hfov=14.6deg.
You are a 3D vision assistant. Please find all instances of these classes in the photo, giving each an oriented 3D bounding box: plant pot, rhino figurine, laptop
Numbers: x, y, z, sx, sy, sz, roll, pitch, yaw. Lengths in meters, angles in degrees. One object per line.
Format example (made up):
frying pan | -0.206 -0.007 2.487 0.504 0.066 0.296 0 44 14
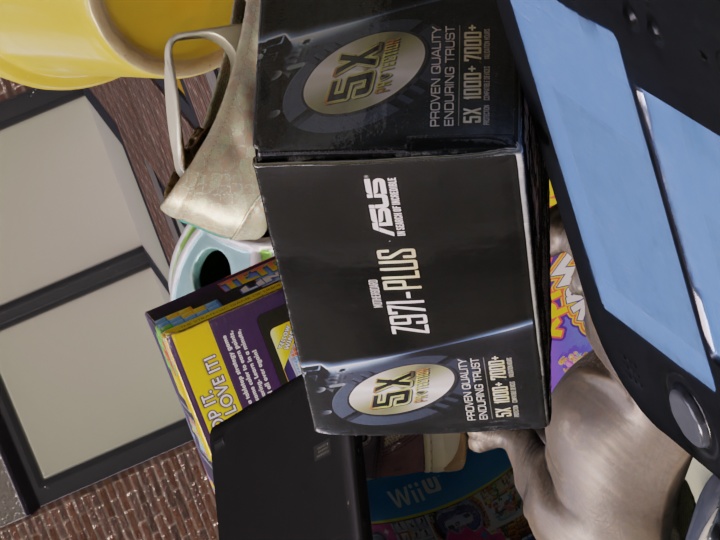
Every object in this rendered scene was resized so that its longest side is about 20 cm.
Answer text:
plant pot | -0.146 -0.193 1.608 0.189 0.201 0.201 26 141 53
rhino figurine | 0.085 0.079 1.058 0.087 0.060 0.200 36 123 37
laptop | 0.021 0.150 1.264 0.187 0.116 0.201 147 119 -65

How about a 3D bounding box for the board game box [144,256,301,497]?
board game box | 0.001 0.082 1.457 0.057 0.165 0.200 -137 26 -69

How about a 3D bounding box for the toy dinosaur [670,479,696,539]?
toy dinosaur | 0.119 0.093 1.126 0.088 0.047 0.201 -20 -70 -77

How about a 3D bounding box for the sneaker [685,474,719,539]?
sneaker | 0.132 0.133 1.029 0.086 0.077 0.200 -122 18 -45

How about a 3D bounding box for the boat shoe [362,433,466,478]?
boat shoe | 0.000 0.000 1.239 0.072 0.065 0.201 -128 25 -71

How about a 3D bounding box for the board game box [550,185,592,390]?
board game box | 0.058 -0.035 1.207 0.135 0.045 0.200 -125 15 -54

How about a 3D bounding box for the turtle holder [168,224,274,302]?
turtle holder | -0.033 0.021 1.587 0.186 0.141 0.132 -122 13 -51

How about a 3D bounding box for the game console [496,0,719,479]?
game console | 0.092 -0.017 0.784 0.177 0.031 0.200 -129 17 -61

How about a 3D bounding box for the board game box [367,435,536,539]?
board game box | 0.076 0.173 1.331 0.147 0.064 0.200 -21 93 41

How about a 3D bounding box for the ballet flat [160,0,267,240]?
ballet flat | -0.052 -0.114 1.243 0.067 0.062 0.201 141 137 -77

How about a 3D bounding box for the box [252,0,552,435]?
box | 0.019 -0.069 0.966 0.164 0.086 0.200 80 -169 -56
